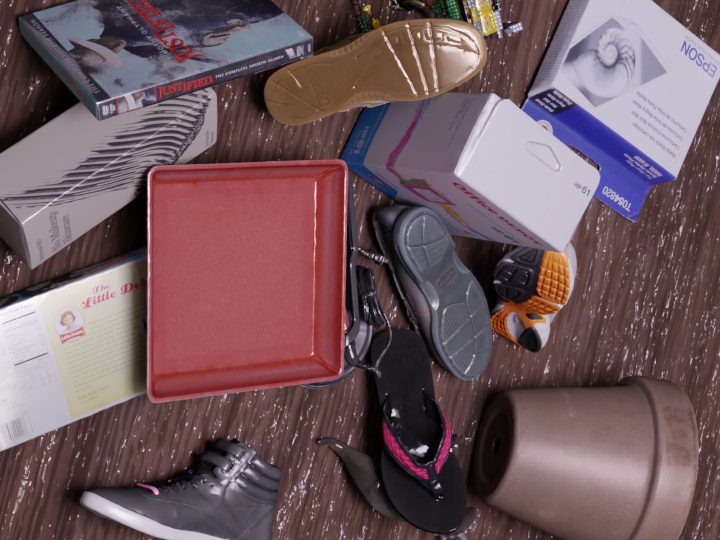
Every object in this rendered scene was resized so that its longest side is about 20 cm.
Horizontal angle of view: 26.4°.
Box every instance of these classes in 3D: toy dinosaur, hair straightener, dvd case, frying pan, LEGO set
[{"bbox_3d":[0.051,0.202,1.475,0.200,0.077,0.103,21,71,-35],"label":"toy dinosaur"},{"bbox_3d":[0.000,0.000,1.416,0.077,0.041,0.200,-11,83,-34],"label":"hair straightener"},{"bbox_3d":[-0.160,-0.193,1.268,0.200,0.146,0.022,-22,137,-26],"label":"dvd case"},{"bbox_3d":[-0.051,0.026,1.422,0.115,0.031,0.190,-44,118,-22],"label":"frying pan"},{"bbox_3d":[0.063,-0.269,1.401,0.154,0.116,0.201,-16,104,-29],"label":"LEGO set"}]

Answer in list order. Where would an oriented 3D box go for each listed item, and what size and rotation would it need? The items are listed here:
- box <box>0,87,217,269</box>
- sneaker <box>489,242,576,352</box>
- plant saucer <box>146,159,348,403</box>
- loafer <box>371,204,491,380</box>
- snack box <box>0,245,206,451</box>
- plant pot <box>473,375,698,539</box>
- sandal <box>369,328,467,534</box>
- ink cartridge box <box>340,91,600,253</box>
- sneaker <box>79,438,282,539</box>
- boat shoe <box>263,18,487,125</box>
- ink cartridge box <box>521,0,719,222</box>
[{"bbox_3d":[-0.214,-0.094,1.265,0.200,0.082,0.068,-38,71,-21],"label":"box"},{"bbox_3d":[0.174,-0.001,1.483,0.076,0.200,0.092,27,67,6],"label":"sneaker"},{"bbox_3d":[-0.104,0.004,1.338,0.199,0.037,0.201,-5,100,-34],"label":"plant saucer"},{"bbox_3d":[0.069,0.017,1.475,0.072,0.063,0.200,-39,125,-24],"label":"loafer"},{"bbox_3d":[-0.237,0.062,1.306,0.200,0.037,0.116,-21,108,-28],"label":"snack box"},{"bbox_3d":[0.212,0.190,1.519,0.174,0.200,0.201,13,89,-15],"label":"plant pot"},{"bbox_3d":[0.050,0.148,1.435,0.075,0.045,0.200,-10,76,-11],"label":"sandal"},{"bbox_3d":[0.097,-0.093,1.394,0.144,0.200,0.085,32,79,-30],"label":"ink cartridge box"},{"bbox_3d":[-0.153,0.189,1.357,0.200,0.071,0.099,20,83,-37],"label":"sneaker"},{"bbox_3d":[0.013,-0.182,1.362,0.199,0.069,0.074,-12,106,8],"label":"boat shoe"},{"bbox_3d":[0.268,-0.179,1.582,0.199,0.041,0.200,30,80,-30],"label":"ink cartridge box"}]
